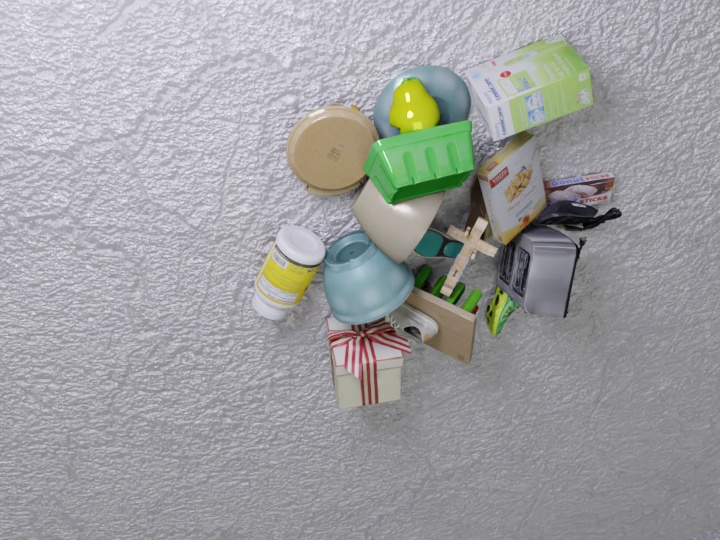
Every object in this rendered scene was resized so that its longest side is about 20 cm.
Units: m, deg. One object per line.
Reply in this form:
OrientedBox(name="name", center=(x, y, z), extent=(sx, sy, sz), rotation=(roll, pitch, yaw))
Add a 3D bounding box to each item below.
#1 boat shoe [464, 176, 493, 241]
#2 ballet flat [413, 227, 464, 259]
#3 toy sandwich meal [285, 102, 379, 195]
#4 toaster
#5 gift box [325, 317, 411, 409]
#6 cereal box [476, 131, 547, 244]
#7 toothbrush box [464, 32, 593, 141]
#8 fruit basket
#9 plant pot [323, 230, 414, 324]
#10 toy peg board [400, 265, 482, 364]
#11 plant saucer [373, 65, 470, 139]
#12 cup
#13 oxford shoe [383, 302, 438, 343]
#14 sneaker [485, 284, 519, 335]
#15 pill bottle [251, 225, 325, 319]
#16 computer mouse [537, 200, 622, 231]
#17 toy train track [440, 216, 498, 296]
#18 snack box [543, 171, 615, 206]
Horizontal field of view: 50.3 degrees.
OrientedBox(name="boat shoe", center=(0.282, -0.151, 1.681), extent=(0.064, 0.071, 0.201), rotation=(-21, 136, -45))
OrientedBox(name="ballet flat", center=(0.169, -0.063, 1.710), extent=(0.199, 0.070, 0.070), rotation=(10, 129, -36))
OrientedBox(name="toy sandwich meal", center=(-0.054, -0.241, 1.511), extent=(0.204, 0.070, 0.206), rotation=(-5, 128, -7))
OrientedBox(name="toaster", center=(0.401, -0.009, 1.730), extent=(0.118, 0.181, 0.201), rotation=(2, 108, -14))
OrientedBox(name="gift box", center=(0.018, 0.215, 1.850), extent=(0.184, 0.200, 0.187), rotation=(-11, 132, -11))
OrientedBox(name="cereal box", center=(0.321, -0.171, 1.607), extent=(0.144, 0.039, 0.200), rotation=(-41, 136, -17))
OrientedBox(name="toothbrush box", center=(0.317, -0.347, 1.451), extent=(0.199, 0.146, 0.086), rotation=(-21, 133, 6))
OrientedBox(name="fruit basket", center=(0.104, -0.251, 1.451), extent=(0.215, 0.217, 0.156), rotation=(-4, 165, -11))
OrientedBox(name="plant pot", center=(0.000, 0.000, 1.662), extent=(0.200, 0.201, 0.134), rotation=(-24, 120, 7))
OrientedBox(name="toy peg board", center=(0.195, 0.097, 1.814), extent=(0.199, 0.098, 0.199), rotation=(26, 150, 21))
OrientedBox(name="plant saucer", center=(0.126, -0.304, 1.514), extent=(0.200, 0.039, 0.202), rotation=(-8, 132, -8))
OrientedBox(name="cup", center=(0.065, -0.136, 1.567), extent=(0.143, 0.201, 0.201), rotation=(30, 121, -8))
OrientedBox(name="oxford shoe", center=(0.086, 0.107, 1.789), extent=(0.058, 0.200, 0.075), rotation=(-52, 159, -24))
OrientedBox(name="sneaker", center=(0.366, 0.087, 1.901), extent=(0.083, 0.074, 0.201), rotation=(4, 130, -12))
OrientedBox(name="pill bottle", center=(-0.163, 0.009, 1.672), extent=(0.112, 0.113, 0.200), rotation=(14, 127, -25))
OrientedBox(name="computer mouse", center=(0.473, -0.125, 1.734), extent=(0.199, 0.046, 0.140), rotation=(-2, 168, -19))
OrientedBox(name="toy train track", center=(0.223, -0.024, 1.667), extent=(0.114, 0.033, 0.200), rotation=(27, 119, 5))
OrientedBox(name="snack box", center=(0.470, -0.174, 1.727), extent=(0.199, 0.024, 0.072), rotation=(-10, 134, -6))
